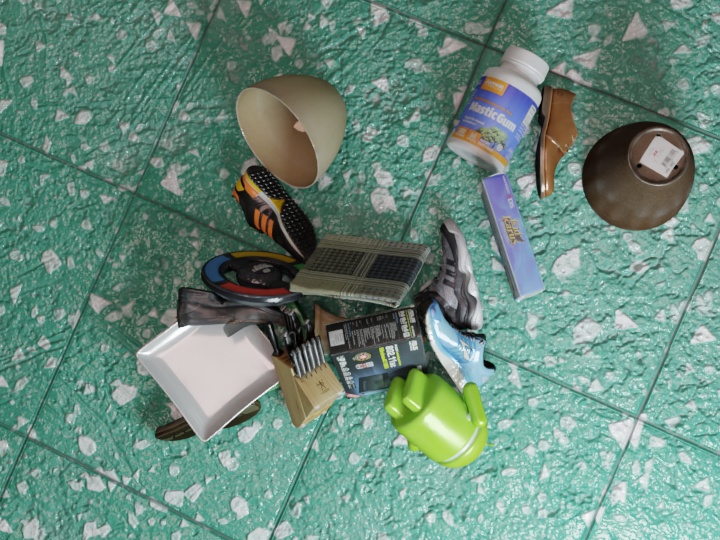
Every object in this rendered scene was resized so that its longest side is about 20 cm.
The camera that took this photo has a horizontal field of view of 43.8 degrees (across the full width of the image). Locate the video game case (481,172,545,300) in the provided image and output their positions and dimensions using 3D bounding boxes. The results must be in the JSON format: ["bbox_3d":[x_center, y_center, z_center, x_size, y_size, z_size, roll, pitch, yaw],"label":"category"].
[{"bbox_3d":[0.252,-0.052,1.498,0.045,0.181,0.200,-18,84,5],"label":"video game case"}]

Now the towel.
[{"bbox_3d":[0.000,0.000,1.524,0.199,0.193,0.035,8,123,17],"label":"towel"}]

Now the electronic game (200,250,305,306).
[{"bbox_3d":[-0.175,0.009,1.548,0.199,0.200,0.042,11,113,8],"label":"electronic game"}]

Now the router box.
[{"bbox_3d":[0.032,0.140,1.497,0.149,0.200,0.062,-13,60,2],"label":"router box"}]

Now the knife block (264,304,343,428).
[{"bbox_3d":[-0.110,0.161,1.528,0.064,0.200,0.176,-28,76,-25],"label":"knife block"}]

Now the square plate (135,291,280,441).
[{"bbox_3d":[-0.254,0.161,1.562,0.198,0.028,0.200,-38,81,-11],"label":"square plate"}]

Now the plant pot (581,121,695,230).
[{"bbox_3d":[0.470,-0.169,1.467,0.186,0.200,0.187,0,86,7],"label":"plant pot"}]

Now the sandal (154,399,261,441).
[{"bbox_3d":[-0.278,0.258,1.612,0.200,0.082,0.055,-20,62,13],"label":"sandal"}]

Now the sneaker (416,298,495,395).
[{"bbox_3d":[0.165,0.118,1.526,0.090,0.078,0.200,-32,118,4],"label":"sneaker"}]

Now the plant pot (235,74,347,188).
[{"bbox_3d":[-0.102,-0.265,1.570,0.200,0.200,0.134,44,62,8],"label":"plant pot"}]

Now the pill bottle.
[{"bbox_3d":[0.243,-0.280,1.549,0.112,0.112,0.200,28,91,8],"label":"pill bottle"}]

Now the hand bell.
[{"bbox_3d":[0.016,0.114,1.578,0.199,0.104,0.104,3,87,-4],"label":"hand bell"}]

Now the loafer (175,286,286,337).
[{"bbox_3d":[-0.219,0.080,1.540,0.199,0.073,0.072,10,89,6],"label":"loafer"}]

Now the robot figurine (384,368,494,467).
[{"bbox_3d":[0.132,0.254,1.508,0.200,0.116,0.175,41,132,-19],"label":"robot figurine"}]

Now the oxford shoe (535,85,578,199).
[{"bbox_3d":[0.341,-0.221,1.555,0.071,0.071,0.201,8,86,3],"label":"oxford shoe"}]

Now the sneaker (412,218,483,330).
[{"bbox_3d":[0.141,0.015,1.560,0.114,0.075,0.201,-14,87,4],"label":"sneaker"}]

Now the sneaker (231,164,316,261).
[{"bbox_3d":[-0.158,-0.090,1.617,0.090,0.070,0.200,-41,80,38],"label":"sneaker"}]

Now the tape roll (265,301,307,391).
[{"bbox_3d":[-0.191,0.122,1.613,0.200,0.048,0.201,0,87,7],"label":"tape roll"}]
